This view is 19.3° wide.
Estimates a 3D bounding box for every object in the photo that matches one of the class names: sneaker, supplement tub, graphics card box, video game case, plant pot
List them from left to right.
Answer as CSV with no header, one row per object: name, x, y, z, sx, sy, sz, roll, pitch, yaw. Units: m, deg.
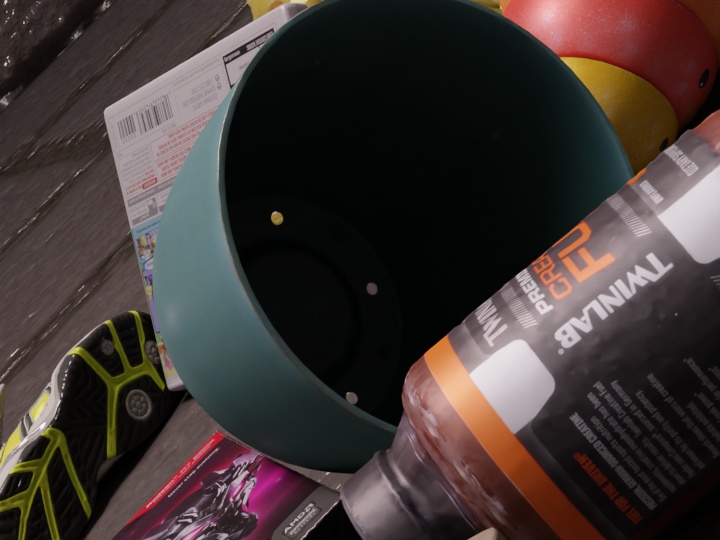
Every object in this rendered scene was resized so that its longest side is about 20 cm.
sneaker,-0.180,0.100,1.282,0.076,0.075,0.200,-23,24,47
graphics card box,-0.066,0.144,0.955,0.125,0.051,0.200,-45,18,-11
video game case,-0.073,-0.037,1.239,0.022,0.182,0.200,-8,-9,-40
plant pot,0.000,0.000,0.935,0.201,0.201,0.161,-52,9,-31
supplement tub,0.089,0.042,0.757,0.200,0.107,0.107,-40,17,5

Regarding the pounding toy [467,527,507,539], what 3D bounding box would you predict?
pounding toy,-0.020,0.167,0.626,0.184,0.142,0.200,-33,19,26

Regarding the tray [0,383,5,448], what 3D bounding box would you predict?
tray,-0.248,0.157,1.270,0.200,0.022,0.108,-80,1,-65

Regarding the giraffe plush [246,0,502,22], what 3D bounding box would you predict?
giraffe plush,-0.011,-0.098,1.285,0.173,0.200,0.163,152,135,-77

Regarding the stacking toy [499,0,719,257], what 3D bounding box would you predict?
stacking toy,0.115,-0.083,1.043,0.146,0.146,0.200,-20,46,52
